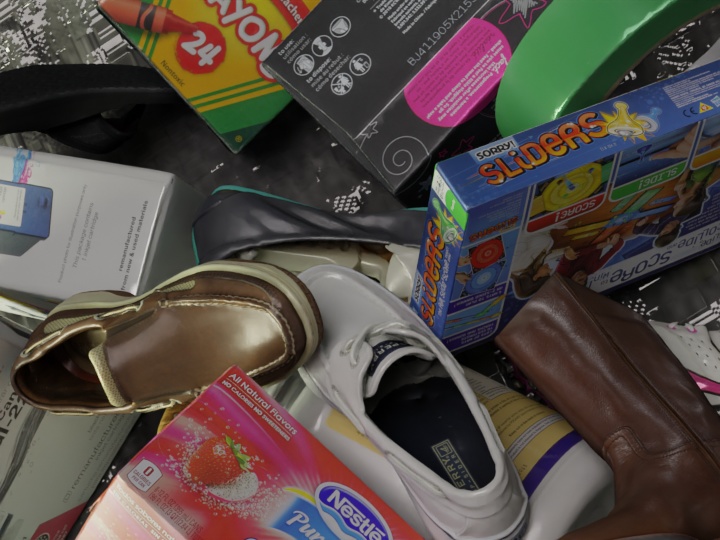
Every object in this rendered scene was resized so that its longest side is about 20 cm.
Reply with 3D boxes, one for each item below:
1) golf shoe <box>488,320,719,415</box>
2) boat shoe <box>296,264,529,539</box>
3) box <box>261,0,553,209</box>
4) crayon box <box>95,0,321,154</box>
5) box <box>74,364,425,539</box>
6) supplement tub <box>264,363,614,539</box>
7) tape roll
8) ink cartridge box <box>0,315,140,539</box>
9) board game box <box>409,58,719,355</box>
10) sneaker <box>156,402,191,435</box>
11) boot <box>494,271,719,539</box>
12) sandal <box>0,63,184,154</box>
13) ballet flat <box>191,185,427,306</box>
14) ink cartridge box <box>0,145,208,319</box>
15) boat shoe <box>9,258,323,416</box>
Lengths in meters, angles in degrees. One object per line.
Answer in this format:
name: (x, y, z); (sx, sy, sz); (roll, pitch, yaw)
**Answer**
golf shoe: (0.159, 0.063, 1.146); (0.200, 0.073, 0.092); (34, 63, 26)
boat shoe: (0.022, 0.056, 1.045); (0.073, 0.066, 0.200); (-33, 55, -15)
box: (0.066, -0.138, 1.210); (0.200, 0.115, 0.132); (-46, 63, 2)
crayon box: (-0.050, -0.186, 1.264); (0.200, 0.051, 0.127); (-44, 100, -2)
box: (-0.035, 0.160, 1.026); (0.200, 0.096, 0.100); (43, 50, 5)
supplement tub: (0.037, 0.123, 1.126); (0.199, 0.145, 0.146); (26, 85, 26)
tape roll: (0.170, -0.115, 1.113); (0.200, 0.200, 0.048); (-37, 63, 8)
ink cartridge box: (-0.233, 0.100, 1.209); (0.085, 0.200, 0.146); (30, 87, 27)
board game box: (0.125, -0.034, 1.096); (0.199, 0.136, 0.035); (-21, 57, -21)
sneaker: (-0.061, 0.057, 1.227); (0.075, 0.088, 0.200); (37, 66, 6)
boot: (0.111, 0.081, 1.014); (0.200, 0.185, 0.064); (55, 130, 36)
sandal: (-0.190, -0.097, 1.276); (0.075, 0.200, 0.048); (25, 117, 39)
ballet flat: (0.000, 0.000, 1.152); (0.198, 0.073, 0.074); (8, 77, 5)
ink cartridge box: (-0.180, -0.015, 1.253); (0.199, 0.145, 0.088); (12, 81, 23)
boat shoe: (-0.108, 0.047, 1.083); (0.201, 0.075, 0.075); (-13, 109, 43)
